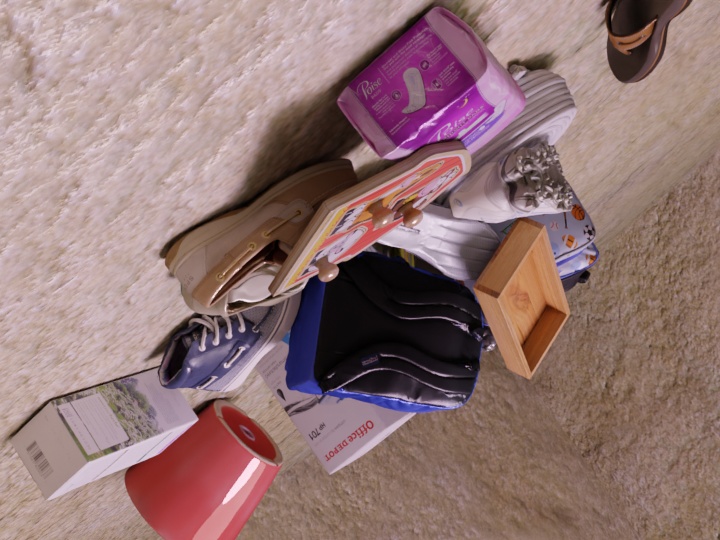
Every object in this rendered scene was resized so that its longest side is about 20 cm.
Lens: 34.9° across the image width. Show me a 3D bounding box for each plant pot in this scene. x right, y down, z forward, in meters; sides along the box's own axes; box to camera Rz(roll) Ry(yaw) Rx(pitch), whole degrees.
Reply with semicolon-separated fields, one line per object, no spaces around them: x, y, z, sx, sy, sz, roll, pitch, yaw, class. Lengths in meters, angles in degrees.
-0.225;0.307;1.732;0.177;0.200;0.200;-48;167;6;plant pot

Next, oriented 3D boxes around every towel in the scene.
0.050;-0.036;1.364;0.018;0.087;0.200;-5;170;7;towel

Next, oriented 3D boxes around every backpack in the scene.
0.026;0.068;1.253;0.199;0.164;0.168;12;172;-20;backpack
0.182;-0.053;1.414;0.199;0.191;0.154;-22;159;-28;backpack

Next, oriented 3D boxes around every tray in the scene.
0.184;0.034;1.288;0.099;0.037;0.200;-55;150;-17;tray

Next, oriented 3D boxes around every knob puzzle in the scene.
0.027;-0.048;1.000;0.219;0.031;0.220;-34;170;-7;knob puzzle

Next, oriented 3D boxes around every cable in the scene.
0.150;-0.141;1.259;0.200;0.069;0.200;-43;167;33;cable

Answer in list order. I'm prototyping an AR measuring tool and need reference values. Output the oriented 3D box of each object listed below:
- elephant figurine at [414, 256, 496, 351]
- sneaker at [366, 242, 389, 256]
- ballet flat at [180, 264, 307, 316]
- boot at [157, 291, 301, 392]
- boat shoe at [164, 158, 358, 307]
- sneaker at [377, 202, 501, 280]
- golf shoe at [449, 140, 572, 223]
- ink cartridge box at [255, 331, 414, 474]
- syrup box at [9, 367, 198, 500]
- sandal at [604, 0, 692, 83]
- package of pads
0.092;0.046;1.514;0.198;0.156;0.142;6;156;11;elephant figurine
0.000;0.000;1.374;0.070;0.081;0.200;-38;168;23;sneaker
-0.091;0.007;1.126;0.069;0.070;0.200;-43;167;35;ballet flat
-0.144;0.065;1.249;0.090;0.073;0.200;2;134;-41;boot
-0.077;-0.031;1.033;0.199;0.069;0.074;-32;168;-20;boat shoe
0.071;-0.049;1.221;0.199;0.071;0.073;23;108;-36;sneaker
0.158;-0.087;1.198;0.097;0.079;0.200;-19;173;28;golf shoe
-0.037;0.159;1.603;0.086;0.201;0.146;-21;162;-51;ink cartridge box
-0.278;0.176;1.266;0.081;0.079;0.200;-41;168;24;syrup box
0.282;-0.257;1.161;0.054;0.082;0.200;-16;166;-11;sandal
0.068;-0.145;0.980;0.120;0.076;0.200;-41;168;12;package of pads
